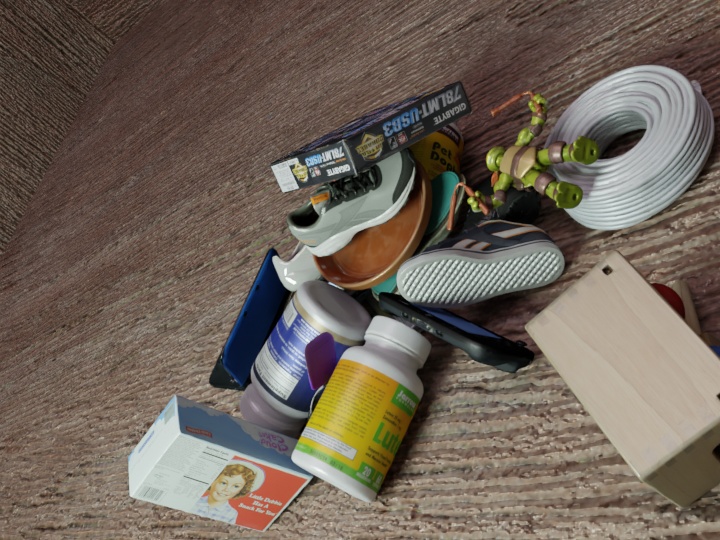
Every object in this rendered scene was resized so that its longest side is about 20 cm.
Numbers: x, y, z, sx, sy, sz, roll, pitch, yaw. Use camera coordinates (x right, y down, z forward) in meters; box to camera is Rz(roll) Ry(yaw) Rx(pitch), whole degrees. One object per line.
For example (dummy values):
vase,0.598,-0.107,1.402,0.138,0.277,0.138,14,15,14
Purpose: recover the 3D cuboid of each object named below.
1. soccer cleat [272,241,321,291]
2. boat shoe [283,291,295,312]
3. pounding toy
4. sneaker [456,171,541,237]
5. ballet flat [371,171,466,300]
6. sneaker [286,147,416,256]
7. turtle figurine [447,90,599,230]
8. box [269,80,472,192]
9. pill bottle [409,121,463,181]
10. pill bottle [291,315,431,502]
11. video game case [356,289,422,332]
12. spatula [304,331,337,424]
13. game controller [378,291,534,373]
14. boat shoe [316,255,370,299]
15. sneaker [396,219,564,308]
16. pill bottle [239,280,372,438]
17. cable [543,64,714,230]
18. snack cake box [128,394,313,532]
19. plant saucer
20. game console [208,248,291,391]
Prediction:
soccer cleat,-0.043,-0.045,1.118,0.199,0.078,0.069,-38,8,-18
boat shoe,-0.079,-0.010,1.174,0.072,0.072,0.201,10,66,52
pounding toy,0.265,0.081,0.640,0.142,0.200,0.185,-41,50,12
sneaker,0.167,-0.067,0.970,0.200,0.060,0.104,-46,29,8
ballet flat,0.082,-0.042,0.981,0.067,0.062,0.201,40,100,36
sneaker,-0.011,-0.091,0.943,0.199,0.079,0.074,-35,47,24
turtle figurine,0.195,-0.116,0.869,0.201,0.064,0.161,-58,35,-4
box,0.009,-0.169,0.941,0.199,0.050,0.198,-33,18,-29
pill bottle,0.093,-0.152,1.082,0.109,0.109,0.202,-16,48,38
pill bottle,0.009,0.162,0.886,0.111,0.111,0.201,7,64,50
video game case,0.023,0.051,1.051,0.182,0.022,0.200,-47,36,5
spatula,-0.054,0.166,0.923,0.020,0.202,0.056,24,36,26
game controller,0.107,0.066,0.863,0.199,0.104,0.042,25,90,49
boat shoe,0.000,0.000,1.033,0.200,0.057,0.069,-42,79,22
sneaker,0.138,-0.009,0.887,0.198,0.079,0.080,-7,33,-4
pill bottle,-0.078,0.124,0.988,0.201,0.115,0.116,-57,32,19
cable,0.312,-0.147,0.868,0.199,0.069,0.201,-27,41,30
snack cake box,-0.174,0.246,0.921,0.115,0.199,0.067,-51,34,16
plant saucer,0.015,-0.068,0.987,0.199,0.032,0.202,-22,56,35
game console,-0.191,0.079,1.179,0.170,0.118,0.201,-4,55,46
